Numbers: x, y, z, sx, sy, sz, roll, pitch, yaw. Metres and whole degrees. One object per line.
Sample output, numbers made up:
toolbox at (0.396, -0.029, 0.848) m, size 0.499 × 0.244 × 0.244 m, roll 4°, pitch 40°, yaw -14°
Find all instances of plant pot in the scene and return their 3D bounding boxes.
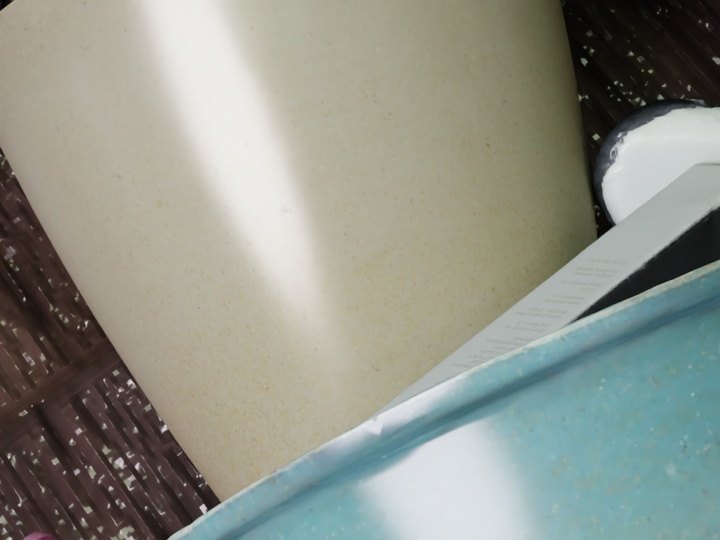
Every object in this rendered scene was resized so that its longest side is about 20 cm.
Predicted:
plant pot at (0.079, 0.115, 0.624) m, size 0.199 × 0.200 × 0.197 m, roll -25°, pitch 80°, yaw 0°
plant pot at (0.000, 0.000, 0.857) m, size 0.186 × 0.187 × 0.201 m, roll -21°, pitch 83°, yaw 2°

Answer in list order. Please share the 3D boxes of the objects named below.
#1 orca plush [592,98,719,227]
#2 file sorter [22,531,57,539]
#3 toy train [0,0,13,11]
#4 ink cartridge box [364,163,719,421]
orca plush at (0.167, -0.013, 0.876) m, size 0.199 × 0.071 × 0.106 m, roll 6°, pitch 112°, yaw -2°
file sorter at (-0.153, 0.141, 0.815) m, size 0.199 × 0.126 × 0.139 m, roll 13°, pitch 43°, yaw 17°
toy train at (-0.136, -0.063, 0.906) m, size 0.034 × 0.200 × 0.046 m, roll 34°, pitch 40°, yaw 6°
ink cartridge box at (0.057, 0.059, 0.786) m, size 0.200 × 0.095 × 0.037 m, roll -35°, pitch 23°, yaw -28°
